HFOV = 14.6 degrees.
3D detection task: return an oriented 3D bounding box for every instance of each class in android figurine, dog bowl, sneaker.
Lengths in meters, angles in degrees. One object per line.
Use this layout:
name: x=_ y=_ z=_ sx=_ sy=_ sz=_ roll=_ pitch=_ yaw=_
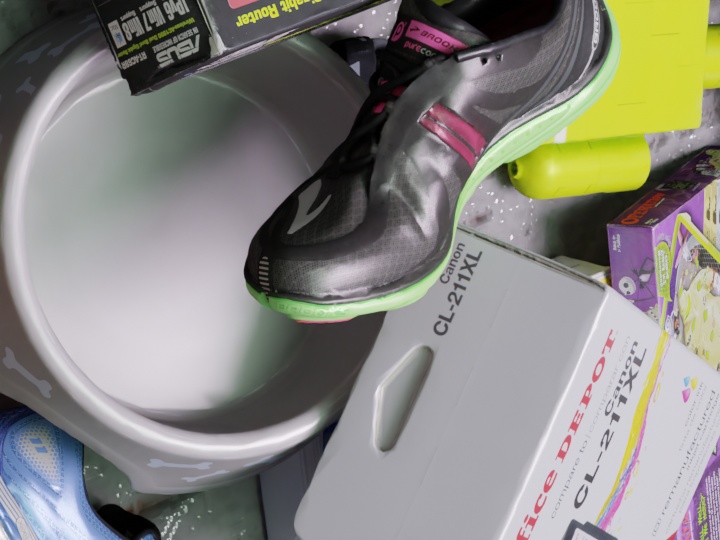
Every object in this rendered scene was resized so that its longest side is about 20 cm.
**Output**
android figurine: x=0.100 y=-0.121 z=1.246 sx=0.199 sy=0.041 sz=0.183 roll=-9 pitch=108 yaw=-36
dog bowl: x=-0.065 y=-0.013 z=1.093 sx=0.199 sy=0.059 sz=0.201 roll=2 pitch=84 yaw=-25
sneaker: x=0.019 y=-0.058 z=1.053 sx=0.200 sy=0.076 sz=0.084 roll=-49 pitch=137 yaw=-29
sneaker: x=-0.111 y=0.143 z=1.131 sx=0.089 sy=0.078 sz=0.201 roll=-28 pitch=117 yaw=-26

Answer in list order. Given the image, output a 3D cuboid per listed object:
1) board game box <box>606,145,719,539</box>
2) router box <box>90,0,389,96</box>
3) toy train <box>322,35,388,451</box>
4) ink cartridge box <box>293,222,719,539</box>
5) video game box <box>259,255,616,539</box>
board game box: x=0.159 y=0.054 z=1.321 sx=0.120 sy=0.032 sz=0.201 roll=-37 pitch=126 yaw=-57
router box: x=-0.030 y=-0.167 z=1.066 sx=0.199 sy=0.062 sz=0.151 roll=-24 pitch=93 yaw=-43
toy train: x=0.000 y=0.000 z=1.172 sx=0.046 sy=0.034 sz=0.201 roll=3 pitch=80 yaw=-28
ink cartridge box: x=0.068 y=0.080 z=1.144 sx=0.146 sy=0.082 sz=0.200 roll=-66 pitch=155 yaw=-3
video game box: x=0.043 y=0.113 z=1.262 sx=0.181 sy=0.047 sz=0.201 roll=-18 pitch=112 yaw=-30
